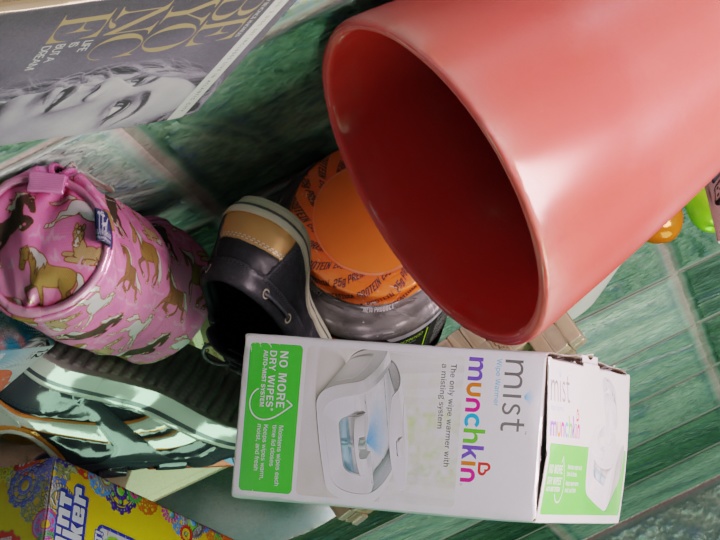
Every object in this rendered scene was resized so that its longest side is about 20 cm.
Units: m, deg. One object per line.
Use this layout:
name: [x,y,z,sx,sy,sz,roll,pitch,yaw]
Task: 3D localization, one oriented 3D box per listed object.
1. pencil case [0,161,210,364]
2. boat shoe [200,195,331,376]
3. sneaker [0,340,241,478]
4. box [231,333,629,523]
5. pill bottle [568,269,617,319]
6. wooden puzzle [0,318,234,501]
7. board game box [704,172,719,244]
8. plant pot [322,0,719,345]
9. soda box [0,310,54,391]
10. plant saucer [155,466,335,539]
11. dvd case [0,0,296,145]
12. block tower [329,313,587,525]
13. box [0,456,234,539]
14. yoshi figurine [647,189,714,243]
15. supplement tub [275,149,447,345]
pencil case: [-0.147,-0.001,1.589,0.086,0.083,0.200,-36,163,6]
boat shoe: [-0.058,0.036,1.654,0.062,0.074,0.200,-60,161,-29]
sneaker: [-0.143,0.084,1.706,0.200,0.079,0.079,20,119,-35]
box: [0.045,0.089,1.590,0.176,0.097,0.200,4,176,18]
pill bottle: [0.128,-0.046,1.812,0.114,0.115,0.200,-20,165,-16]
wooden puzzle: [-0.163,0.093,1.778,0.199,0.046,0.186,-22,130,-3]
board game box: [0.241,-0.118,1.592,0.126,0.201,0.035,-34,136,30]
plant pot: [0.105,-0.087,1.524,0.177,0.201,0.200,-31,168,-21]
soda box: [-0.264,0.063,1.643,0.063,0.069,0.200,-6,156,-45]
plant saucer: [-0.074,0.098,1.907,0.200,0.201,0.039,-23,134,-7]
dvd case: [-0.131,-0.104,1.392,0.200,0.016,0.149,-13,161,-38]
block tower: [0.049,0.084,1.777,0.200,0.058,0.054,-36,167,4]
box: [-0.201,0.215,1.738,0.200,0.122,0.192,-14,150,36]
yoshi figurine: [0.229,-0.094,1.851,0.112,0.112,0.200,-36,168,-22]
supplement tub: [0.000,0.000,1.751,0.122,0.123,0.200,-22,165,-11]
